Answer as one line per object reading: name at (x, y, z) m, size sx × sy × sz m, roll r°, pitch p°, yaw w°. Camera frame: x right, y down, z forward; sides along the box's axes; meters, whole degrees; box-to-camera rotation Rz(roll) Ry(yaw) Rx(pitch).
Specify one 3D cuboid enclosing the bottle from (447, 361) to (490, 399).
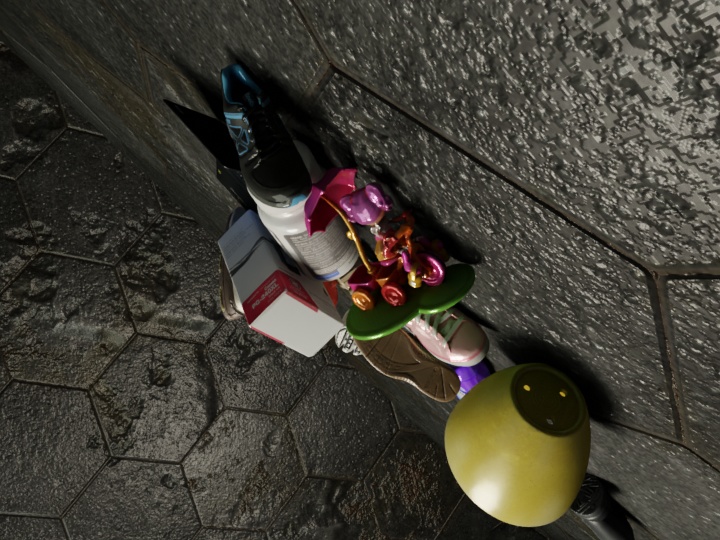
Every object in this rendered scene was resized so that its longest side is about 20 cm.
bottle at (0.188, 0.182, 0.982) m, size 0.083 × 0.066 × 0.201 m, roll 33°, pitch 165°, yaw 36°

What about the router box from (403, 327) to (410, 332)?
router box at (0.092, 0.102, 1.044) m, size 0.178 × 0.049 × 0.201 m, roll 33°, pitch 165°, yaw 35°

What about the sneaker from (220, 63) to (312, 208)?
sneaker at (-0.121, -0.157, 0.655) m, size 0.202 × 0.072 × 0.083 m, roll 56°, pitch 166°, yaw 29°

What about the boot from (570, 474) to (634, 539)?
boot at (0.478, 0.482, 1.095) m, size 0.168 × 0.077 × 0.200 m, roll 44°, pitch 175°, yaw 3°

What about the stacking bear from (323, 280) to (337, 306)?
stacking bear at (-0.111, 0.052, 1.102) m, size 0.198 × 0.120 × 0.116 m, roll -8°, pitch 111°, yaw 59°

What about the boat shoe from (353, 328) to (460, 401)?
boat shoe at (0.067, 0.134, 0.880) m, size 0.198 × 0.072 × 0.065 m, roll 37°, pitch -174°, yaw -9°

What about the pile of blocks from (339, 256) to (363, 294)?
pile of blocks at (0.000, 0.000, 0.938) m, size 0.202 × 0.061 × 0.082 m, roll 55°, pitch -169°, yaw -14°

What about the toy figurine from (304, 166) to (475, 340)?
toy figurine at (0.014, -0.039, 0.666) m, size 0.197 × 0.151 × 0.186 m, roll -10°, pitch 122°, yaw 46°

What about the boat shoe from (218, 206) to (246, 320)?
boat shoe at (-0.218, -0.014, 0.981) m, size 0.059 × 0.205 × 0.071 m, roll -24°, pitch 152°, yaw 30°

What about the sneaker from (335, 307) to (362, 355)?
sneaker at (0.053, 0.127, 0.993) m, size 0.196 × 0.076 × 0.082 m, roll 28°, pitch -146°, yaw -8°

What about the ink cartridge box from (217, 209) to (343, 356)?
ink cartridge box at (-0.128, 0.017, 0.885) m, size 0.144 × 0.083 × 0.202 m, roll 35°, pitch -162°, yaw -47°

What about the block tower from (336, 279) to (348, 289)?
block tower at (-0.075, -0.053, 1.013) m, size 0.200 × 0.058 × 0.054 m, roll 44°, pitch 167°, yaw -22°

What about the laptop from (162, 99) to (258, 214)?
laptop at (-0.227, -0.160, 0.917) m, size 0.177 × 0.102 × 0.203 m, roll 45°, pitch 145°, yaw 23°

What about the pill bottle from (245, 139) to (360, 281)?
pill bottle at (-0.076, -0.079, 0.781) m, size 0.113 × 0.114 × 0.201 m, roll 33°, pitch 165°, yaw 30°

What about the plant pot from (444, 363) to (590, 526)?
plant pot at (0.224, 0.207, 0.742) m, size 0.198 × 0.199 × 0.144 m, roll 35°, pitch 140°, yaw 21°

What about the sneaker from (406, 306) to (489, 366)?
sneaker at (0.096, 0.064, 0.831) m, size 0.199 × 0.076 × 0.105 m, roll 35°, pitch 173°, yaw 45°
